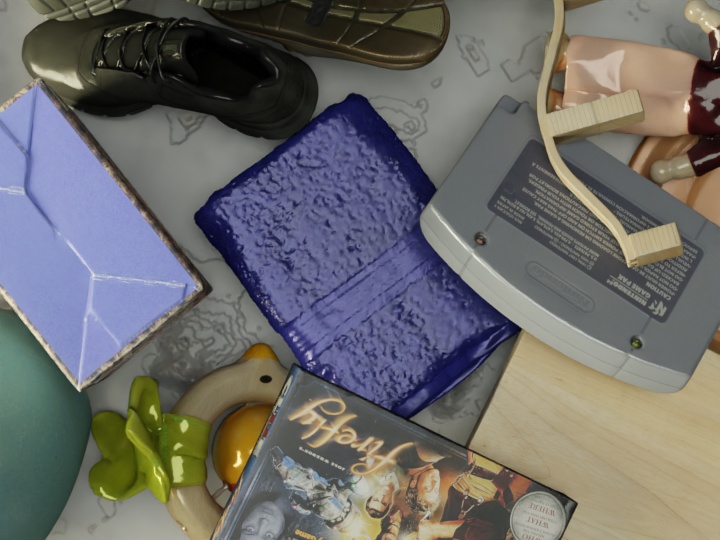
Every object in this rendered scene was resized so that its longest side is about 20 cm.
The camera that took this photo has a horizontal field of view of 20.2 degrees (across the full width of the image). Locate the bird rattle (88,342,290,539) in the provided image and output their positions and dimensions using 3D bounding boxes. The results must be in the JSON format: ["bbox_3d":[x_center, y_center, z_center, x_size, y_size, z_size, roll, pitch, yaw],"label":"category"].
[{"bbox_3d":[-0.078,0.141,1.319,0.163,0.113,0.200,-41,94,-18],"label":"bird rattle"}]

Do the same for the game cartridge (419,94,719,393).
[{"bbox_3d":[0.143,-0.013,1.297,0.200,0.041,0.133,34,55,3],"label":"game cartridge"}]

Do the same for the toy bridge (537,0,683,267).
[{"bbox_3d":[0.148,-0.098,1.293,0.067,0.027,0.201,-16,76,5],"label":"toy bridge"}]

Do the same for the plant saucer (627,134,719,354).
[{"bbox_3d":[0.272,-0.030,1.363,0.199,0.032,0.202,0,89,-1],"label":"plant saucer"}]

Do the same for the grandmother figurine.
[{"bbox_3d":[0.220,-0.117,1.327,0.199,0.061,0.122,11,109,12],"label":"grandmother figurine"}]

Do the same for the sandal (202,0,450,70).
[{"bbox_3d":[-0.028,-0.175,1.325,0.199,0.055,0.082,20,73,22],"label":"sandal"}]

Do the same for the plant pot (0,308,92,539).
[{"bbox_3d":[-0.250,0.100,1.279,0.135,0.200,0.201,-33,91,-31],"label":"plant pot"}]

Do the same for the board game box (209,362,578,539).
[{"bbox_3d":[0.019,0.163,1.268,0.199,0.035,0.136,26,89,-10],"label":"board game box"}]

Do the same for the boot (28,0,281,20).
[{"bbox_3d":[-0.126,-0.230,1.307,0.199,0.131,0.068,-5,134,-4],"label":"boot"}]

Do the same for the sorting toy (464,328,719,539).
[{"bbox_3d":[0.169,0.134,1.339,0.199,0.070,0.200,27,89,-1],"label":"sorting toy"}]

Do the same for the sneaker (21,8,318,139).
[{"bbox_3d":[-0.129,-0.138,1.311,0.199,0.091,0.076,7,82,11],"label":"sneaker"}]

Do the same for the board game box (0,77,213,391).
[{"bbox_3d":[-0.179,-0.020,1.262,0.097,0.200,0.160,-38,92,-3],"label":"board game box"}]

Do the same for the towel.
[{"bbox_3d":[0.000,0.000,1.348,0.147,0.050,0.200,-36,90,-9],"label":"towel"}]
